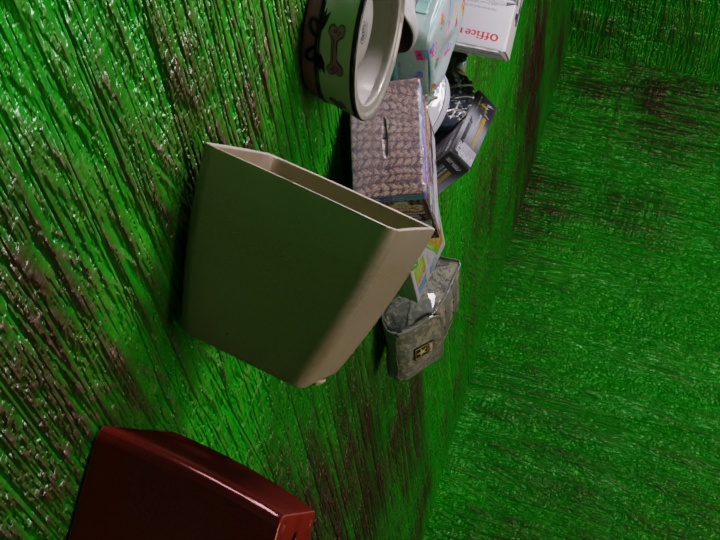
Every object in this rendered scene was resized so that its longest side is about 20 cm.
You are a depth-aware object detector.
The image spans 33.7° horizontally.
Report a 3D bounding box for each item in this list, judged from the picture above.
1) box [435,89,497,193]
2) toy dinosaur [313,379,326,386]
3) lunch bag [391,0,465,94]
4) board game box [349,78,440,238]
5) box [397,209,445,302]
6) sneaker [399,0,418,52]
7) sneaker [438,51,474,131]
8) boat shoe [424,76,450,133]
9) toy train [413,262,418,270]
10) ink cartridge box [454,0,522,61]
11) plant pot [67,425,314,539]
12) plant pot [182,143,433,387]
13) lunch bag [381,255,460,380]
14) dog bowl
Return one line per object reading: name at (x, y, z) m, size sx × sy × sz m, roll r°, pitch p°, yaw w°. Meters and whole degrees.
box at (0.138, -0.194, 1.979) m, size 0.158 × 0.048 × 0.201 m, roll -38°, pitch -164°, yaw 39°
toy dinosaur at (-0.077, 0.097, 1.559) m, size 0.200 × 0.057 × 0.102 m, roll -64°, pitch 149°, yaw -70°
lunch bag at (0.099, -0.379, 1.755) m, size 0.161 × 0.076 × 0.202 m, roll 76°, pitch 29°, yaw -61°
board game box at (0.049, -0.145, 1.630) m, size 0.200 × 0.096 × 0.161 m, roll 59°, pitch 28°, yaw -72°
box at (0.057, -0.049, 1.817) m, size 0.113 × 0.100 × 0.200 m, roll -64°, pitch 164°, yaw -15°
sneaker at (0.046, -0.365, 1.544) m, size 0.200 × 0.072 × 0.085 m, roll 74°, pitch 34°, yaw -63°
sneaker at (0.148, -0.297, 1.997) m, size 0.087 × 0.077 × 0.202 m, roll 103°, pitch -4°, yaw -51°
boat shoe at (0.069, -0.235, 1.802) m, size 0.203 × 0.074 × 0.086 m, roll -62°, pitch 147°, yaw -16°
toy train at (0.005, -0.005, 1.620) m, size 0.199 × 0.042 × 0.057 m, roll -23°, pitch 131°, yaw -35°
ink cartridge box at (0.189, -0.451, 1.913) m, size 0.084 × 0.143 × 0.202 m, roll 10°, pitch 94°, yaw -77°
plant pot at (-0.151, 0.267, 1.095) m, size 0.200 × 0.174 × 0.202 m, roll 39°, pitch 65°, yaw -75°
plant pot at (-0.066, 0.001, 1.171) m, size 0.179 × 0.198 × 0.200 m, roll -67°, pitch 168°, yaw 8°
lunch bag at (0.104, 0.087, 2.162) m, size 0.165 × 0.116 × 0.201 m, roll 84°, pitch 28°, yaw -55°
dog bowl at (-0.009, -0.282, 1.394) m, size 0.200 × 0.073 × 0.203 m, roll 14°, pitch 90°, yaw -77°
